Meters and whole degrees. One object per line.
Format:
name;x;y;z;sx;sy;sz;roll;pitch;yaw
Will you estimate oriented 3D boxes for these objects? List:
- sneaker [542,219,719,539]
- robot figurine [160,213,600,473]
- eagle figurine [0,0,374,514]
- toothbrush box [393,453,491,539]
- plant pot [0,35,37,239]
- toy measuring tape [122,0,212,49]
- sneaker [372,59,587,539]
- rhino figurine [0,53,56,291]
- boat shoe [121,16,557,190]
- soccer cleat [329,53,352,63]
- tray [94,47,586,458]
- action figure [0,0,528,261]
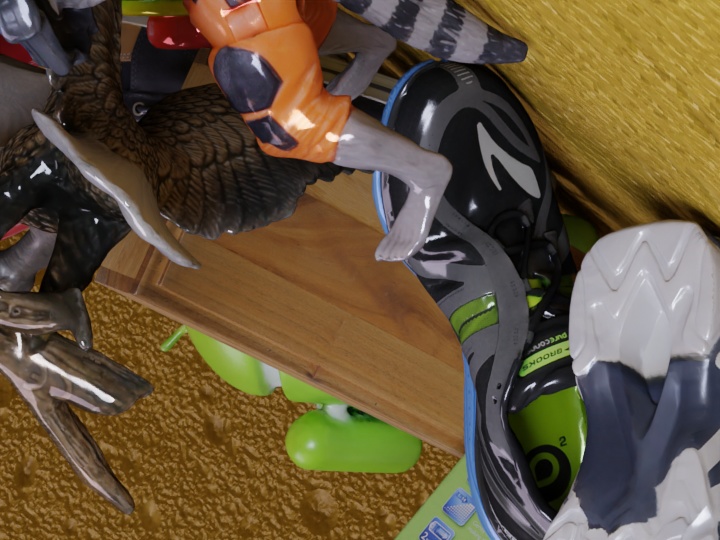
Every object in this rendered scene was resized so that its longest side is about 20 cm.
sneaker;0.121;0.093;0.952;0.079;0.200;0.129;-11;157;36
robot figurine;0.008;0.003;1.244;0.199;0.176;0.116;3;177;9
eagle figurine;-0.086;-0.050;0.928;0.150;0.200;0.152;18;145;20
toothbrush box;0.111;0.114;1.089;0.145;0.200;0.086;39;179;24
plant pot;-0.186;-0.137;1.242;0.182;0.200;0.200;43;180;18
toy measuring tape;-0.052;-0.125;1.109;0.074;0.074;0.200;40;-165;7
sneaker;0.062;0.016;1.007;0.083;0.071;0.200;5;113;65
rhino figurine;-0.168;-0.059;1.009;0.199;0.087;0.060;25;-142;-24
boat shoe;-0.015;-0.058;1.169;0.199;0.062;0.075;19;177;4
soccer cleat;-0.036;-0.097;1.361;0.199;0.087;0.070;16;179;13
tray;0.000;0.000;1.097;0.200;0.099;0.037;28;174;-34
action figure;-0.043;-0.119;0.868;0.194;0.104;0.200;48;-155;-30
